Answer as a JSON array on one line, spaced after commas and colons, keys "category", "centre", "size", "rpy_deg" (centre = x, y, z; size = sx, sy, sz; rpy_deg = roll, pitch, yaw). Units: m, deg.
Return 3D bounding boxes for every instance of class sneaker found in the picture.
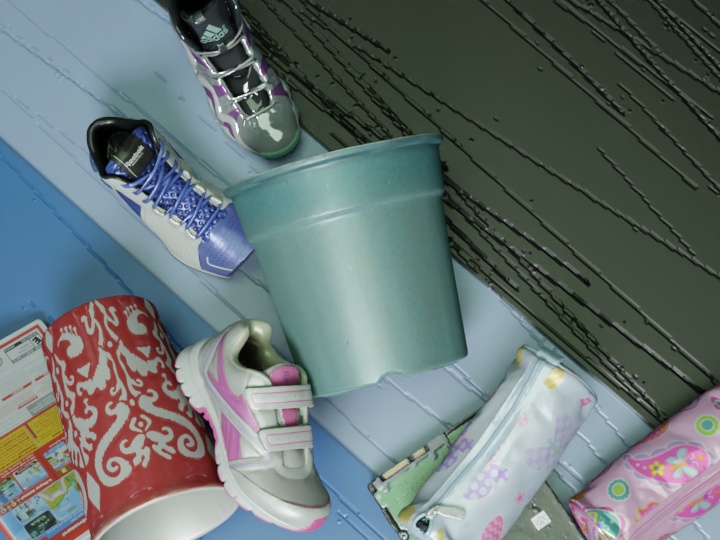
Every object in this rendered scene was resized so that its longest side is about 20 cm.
[{"category": "sneaker", "centre": [-0.080, 0.123, 1.146], "size": [0.088, 0.081, 0.200], "rpy_deg": [-46, 66, 32]}, {"category": "sneaker", "centre": [-0.126, -0.199, 1.257], "size": [0.078, 0.140, 0.200], "rpy_deg": [-34, 80, -2]}, {"category": "sneaker", "centre": [-0.183, -0.073, 1.255], "size": [0.199, 0.115, 0.081], "rpy_deg": [39, 86, 8]}]

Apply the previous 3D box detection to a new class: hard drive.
[{"category": "hard drive", "centre": [0.116, 0.237, 1.228], "size": [0.140, 0.038, 0.200], "rpy_deg": [-35, 82, -2]}]

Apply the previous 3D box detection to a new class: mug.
[{"category": "mug", "centre": [-0.191, 0.139, 1.217], "size": [0.133, 0.177, 0.200], "rpy_deg": [-32, 64, 15]}]

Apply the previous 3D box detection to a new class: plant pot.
[{"category": "plant pot", "centre": [0.000, 0.000, 1.203], "size": [0.200, 0.200, 0.196], "rpy_deg": [-15, 88, 1]}]

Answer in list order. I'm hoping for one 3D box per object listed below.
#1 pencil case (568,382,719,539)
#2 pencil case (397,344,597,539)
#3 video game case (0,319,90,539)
[{"category": "pencil case", "centre": [0.280, 0.177, 1.198], "size": [0.200, 0.087, 0.087], "rpy_deg": [-35, 81, -5]}, {"category": "pencil case", "centre": [0.117, 0.160, 1.177], "size": [0.200, 0.091, 0.083], "rpy_deg": [-52, 42, -7]}, {"category": "video game case", "centre": [-0.291, 0.154, 1.237], "size": [0.143, 0.017, 0.200], "rpy_deg": [-33, 76, -32]}]
